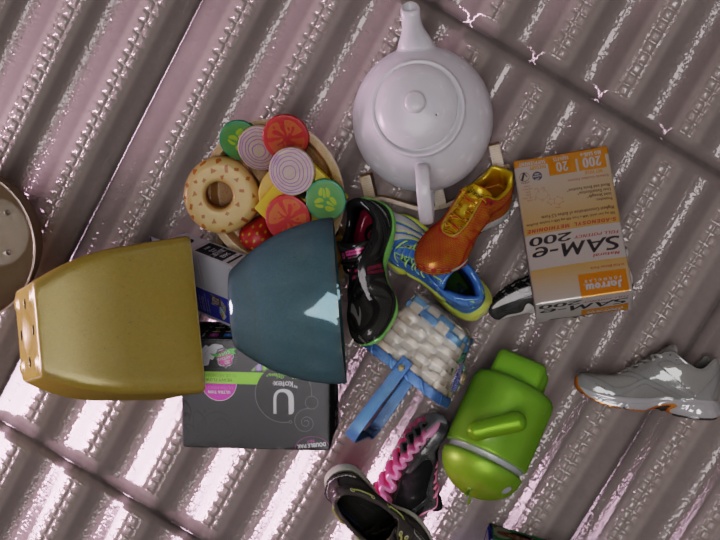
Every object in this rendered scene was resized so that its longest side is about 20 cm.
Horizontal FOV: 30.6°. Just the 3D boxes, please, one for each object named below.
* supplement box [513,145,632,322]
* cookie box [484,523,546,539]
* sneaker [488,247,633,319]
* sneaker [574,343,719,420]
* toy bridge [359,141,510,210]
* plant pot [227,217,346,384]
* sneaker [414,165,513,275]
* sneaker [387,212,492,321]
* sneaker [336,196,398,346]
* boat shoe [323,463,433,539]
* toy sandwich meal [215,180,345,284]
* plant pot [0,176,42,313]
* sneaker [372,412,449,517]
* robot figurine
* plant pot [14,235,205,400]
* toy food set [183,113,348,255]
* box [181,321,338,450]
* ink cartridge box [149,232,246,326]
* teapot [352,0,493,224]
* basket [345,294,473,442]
[{"bbox_3d":[0.268,-0.046,1.670,0.124,0.074,0.203,-9,68,6],"label":"supplement box"},{"bbox_3d":[0.249,0.460,1.799,0.197,0.075,0.173,15,100,2],"label":"cookie box"},{"bbox_3d":[0.266,0.034,1.730,0.198,0.074,0.081,-19,100,9],"label":"sneaker"},{"bbox_3d":[0.382,0.139,1.743,0.197,0.076,0.093,7,92,-3],"label":"sneaker"},{"bbox_3d":[0.102,-0.116,1.743,0.197,0.027,0.068,-12,99,7],"label":"toy bridge"},{"bbox_3d":[-0.090,0.041,1.601,0.133,0.200,0.203,-4,99,0],"label":"plant pot"},{"bbox_3d":[0.127,-0.067,1.664,0.072,0.200,0.078,22,138,23],"label":"sneaker"},{"bbox_3d":[0.092,-0.017,1.709,0.199,0.105,0.076,37,81,7],"label":"sneaker"},{"bbox_3d":[0.000,0.000,1.670,0.076,0.083,0.203,-18,62,32],"label":"sneaker"},{"bbox_3d":[0.027,0.339,1.742,0.072,0.061,0.201,-41,114,14],"label":"boat shoe"},{"bbox_3d":[-0.104,-0.030,1.754,0.202,0.070,0.208,1,99,5],"label":"toy sandwich meal"},{"bbox_3d":[-0.507,-0.043,1.758,0.197,0.134,0.203,1,99,6],"label":"plant pot"},{"bbox_3d":[0.079,0.284,1.790,0.095,0.079,0.201,28,112,-6],"label":"sneaker"},{"bbox_3d":[0.179,0.210,1.728,0.115,0.176,0.202,22,77,16],"label":"robot figurine"},{"bbox_3d":[-0.327,0.072,1.668,0.198,0.195,0.197,-4,84,-28],"label":"plant pot"},{"bbox_3d":[-0.114,-0.100,1.681,0.200,0.049,0.198,43,110,1],"label":"toy food set"},{"bbox_3d":[-0.132,0.151,1.761,0.197,0.124,0.151,0,99,4],"label":"box"},{"bbox_3d":[-0.198,0.013,1.741,0.199,0.039,0.101,20,128,39],"label":"ink cartridge box"},{"bbox_3d":[0.075,-0.193,1.657,0.200,0.146,0.198,41,93,7],"label":"teapot"},{"bbox_3d":[0.056,0.138,1.715,0.139,0.176,0.201,41,93,9],"label":"basket"}]
